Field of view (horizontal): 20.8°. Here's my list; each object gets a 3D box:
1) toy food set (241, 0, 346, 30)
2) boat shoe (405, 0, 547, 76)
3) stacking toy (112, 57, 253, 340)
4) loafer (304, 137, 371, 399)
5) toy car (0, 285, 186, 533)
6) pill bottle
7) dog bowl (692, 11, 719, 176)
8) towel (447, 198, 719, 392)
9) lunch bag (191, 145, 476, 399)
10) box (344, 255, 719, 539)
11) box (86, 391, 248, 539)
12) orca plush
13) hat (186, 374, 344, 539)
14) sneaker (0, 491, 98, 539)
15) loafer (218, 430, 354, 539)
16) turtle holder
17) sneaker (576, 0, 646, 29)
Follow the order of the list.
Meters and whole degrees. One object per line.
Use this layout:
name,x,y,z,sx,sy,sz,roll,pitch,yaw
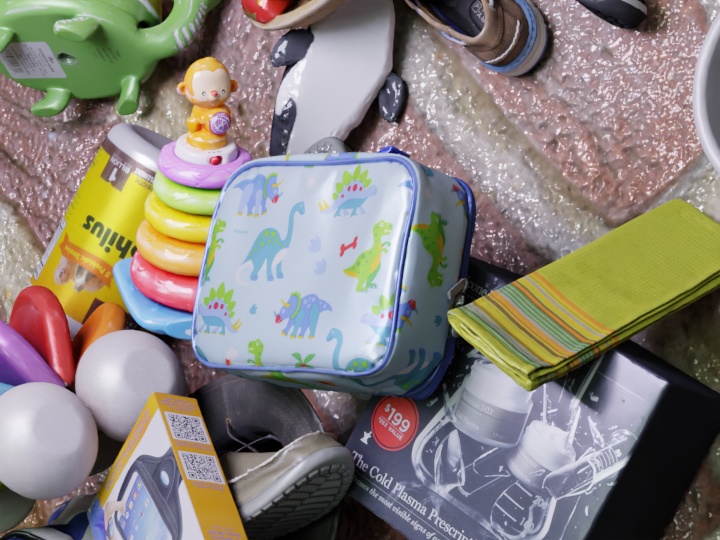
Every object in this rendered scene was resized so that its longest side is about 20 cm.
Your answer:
toy food set,-0.020,-0.265,1.469,0.198,0.049,0.201,-17,43,49
boat shoe,0.058,-0.223,1.445,0.200,0.072,0.072,46,107,35
stacking toy,-0.113,-0.059,1.427,0.110,0.116,0.201,-127,38,-55
loafer,0.000,0.000,1.431,0.075,0.069,0.201,-27,69,36
toy car,-0.238,0.090,1.433,0.150,0.200,0.175,58,144,0
pill bottle,-0.192,-0.007,1.554,0.109,0.109,0.201,35,101,36
dog bowl,0.303,-0.116,1.255,0.199,0.059,0.201,-8,75,34
towel,0.158,0.009,1.265,0.086,0.199,0.018,40,146,40
lunch bag,-0.018,0.000,1.325,0.199,0.082,0.162,0,77,43
box,0.111,0.114,1.311,0.200,0.104,0.183,32,97,36
box,-0.125,0.190,1.307,0.119,0.041,0.200,-60,33,26
orca plush,-0.023,-0.122,1.506,0.105,0.071,0.201,6,93,-8
hat,-0.069,0.167,1.440,0.200,0.081,0.202,-5,83,41
sneaker,-0.225,0.213,1.479,0.199,0.115,0.081,-173,84,-65
loafer,-0.084,0.154,1.350,0.200,0.075,0.070,-35,63,36
turtle holder,-0.220,-0.217,1.606,0.185,0.141,0.132,-19,51,41
sneaker,0.144,-0.253,1.392,0.083,0.072,0.200,-50,56,15
